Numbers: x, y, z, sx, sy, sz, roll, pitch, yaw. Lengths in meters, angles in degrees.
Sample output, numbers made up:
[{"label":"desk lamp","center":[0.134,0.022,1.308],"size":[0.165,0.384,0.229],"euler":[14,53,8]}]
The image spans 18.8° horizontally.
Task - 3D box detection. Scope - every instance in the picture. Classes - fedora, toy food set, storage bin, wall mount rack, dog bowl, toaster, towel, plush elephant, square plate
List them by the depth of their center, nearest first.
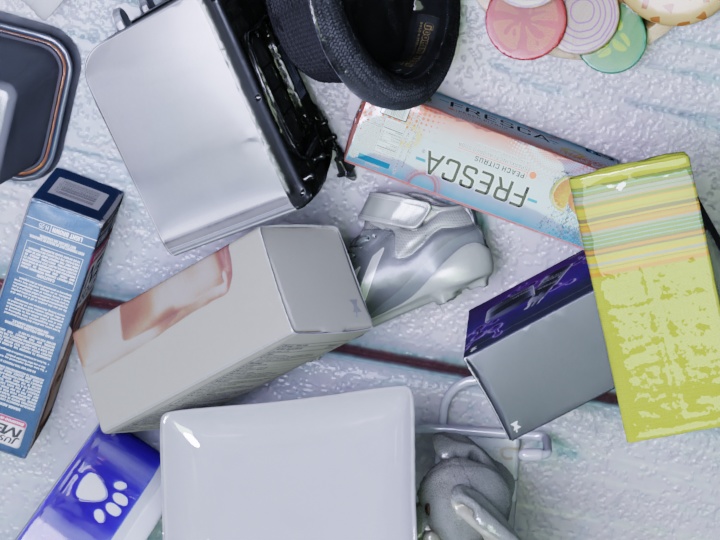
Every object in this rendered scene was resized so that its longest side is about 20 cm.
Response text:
[{"label":"towel","center":[0.209,0.020,1.534],"size":[0.086,0.018,0.200],"euler":[-11,102,13]},{"label":"fedora","center":[-0.011,-0.208,1.568],"size":[0.092,0.201,0.201],"euler":[-11,107,37]},{"label":"square plate","center":[-0.049,0.191,1.568],"size":[0.200,0.028,0.198],"euler":[-7,75,19]},{"label":"toaster","center":[-0.101,-0.116,1.578],"size":[0.119,0.181,0.200],"euler":[-22,102,12]},{"label":"toy food set","center":[0.166,-0.244,1.590],"size":[0.198,0.049,0.200],"euler":[-30,102,11]},{"label":"plush elephant","center":[0.070,0.210,1.597],"size":[0.200,0.165,0.155],"euler":[-28,99,2]},{"label":"storage bin","center":[-0.326,-0.121,1.613],"size":[0.200,0.134,0.146],"euler":[15,106,0]},{"label":"dog bowl","center":[-0.222,0.214,1.665],"size":[0.079,0.200,0.200],"euler":[35,105,-4]},{"label":"wall mount rack","center":[0.060,0.184,1.703],"size":[0.174,0.075,0.200],"euler":[3,105,4]}]

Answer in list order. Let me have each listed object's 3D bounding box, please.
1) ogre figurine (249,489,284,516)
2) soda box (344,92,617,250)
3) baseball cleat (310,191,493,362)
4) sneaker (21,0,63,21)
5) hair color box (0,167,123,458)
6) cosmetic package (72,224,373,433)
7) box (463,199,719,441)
[{"label":"ogre figurine","center":[-0.089,0.205,1.670],"size":[0.200,0.120,0.098],"euler":[-38,99,12]},{"label":"soda box","center":[0.090,-0.083,1.629],"size":[0.200,0.068,0.064],"euler":[21,106,-2]},{"label":"baseball cleat","center":[0.000,0.000,1.670],"size":[0.200,0.070,0.107],"euler":[-21,87,7]},{"label":"sneaker","center":[-0.216,-0.292,1.589],"size":[0.116,0.074,0.200],"euler":[38,106,-10]},{"label":"hair color box","center":[-0.245,0.032,1.667],"size":[0.060,0.100,0.200],"euler":[20,107,-2]},{"label":"cosmetic package","center":[-0.104,0.044,1.617],"size":[0.200,0.103,0.087],"euler":[-27,75,31]},{"label":"box","center":[0.182,0.031,1.618],"size":[0.200,0.141,0.079],"euler":[-29,102,10]}]
